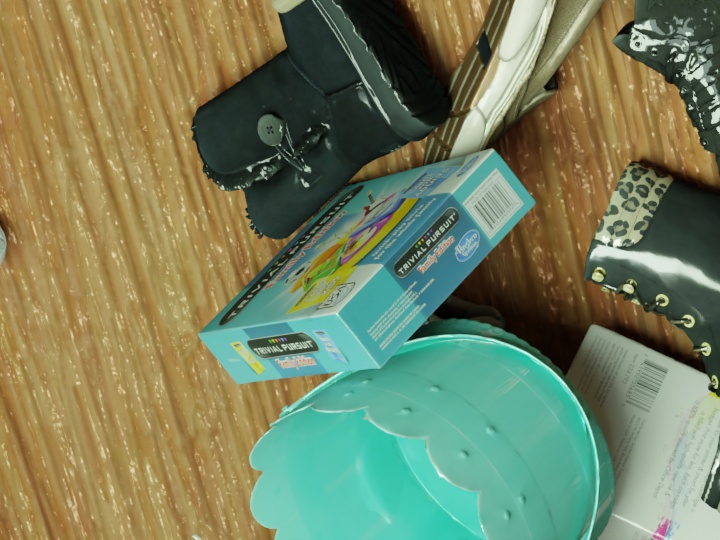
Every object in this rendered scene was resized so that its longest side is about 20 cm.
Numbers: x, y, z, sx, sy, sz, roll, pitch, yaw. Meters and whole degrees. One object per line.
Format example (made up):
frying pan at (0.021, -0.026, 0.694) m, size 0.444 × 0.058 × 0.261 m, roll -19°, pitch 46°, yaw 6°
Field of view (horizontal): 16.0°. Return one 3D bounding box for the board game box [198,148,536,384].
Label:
board game box at (0.000, 0.000, 1.598) m, size 0.047 × 0.151 × 0.200 m, roll 51°, pitch 155°, yaw -14°

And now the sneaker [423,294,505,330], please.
sneaker at (0.070, 0.072, 1.705) m, size 0.086 × 0.075 × 0.201 m, roll -31°, pitch 100°, yaw 20°

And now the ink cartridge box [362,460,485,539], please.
ink cartridge box at (0.040, 0.215, 1.733) m, size 0.200 × 0.075 × 0.165 m, roll 35°, pitch 146°, yaw 2°

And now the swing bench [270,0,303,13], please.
swing bench at (-0.017, -0.292, 1.510) m, size 0.199 × 0.130 × 0.200 m, roll -23°, pitch 75°, yaw 19°

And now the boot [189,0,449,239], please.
boot at (-0.054, -0.136, 1.654) m, size 0.168 × 0.076 × 0.201 m, roll -31°, pitch 89°, yaw 34°

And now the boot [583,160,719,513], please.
boot at (0.209, 0.039, 1.609) m, size 0.153 × 0.073 × 0.205 m, roll 19°, pitch 82°, yaw 14°

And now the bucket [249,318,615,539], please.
bucket at (0.049, 0.137, 1.563) m, size 0.206 × 0.135 × 0.208 m, roll 23°, pitch 132°, yaw 28°

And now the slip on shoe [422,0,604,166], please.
slip on shoe at (0.096, -0.120, 1.619) m, size 0.060 × 0.076 × 0.201 m, roll 15°, pitch 119°, yaw -15°

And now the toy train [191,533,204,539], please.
toy train at (-0.017, 0.238, 1.688) m, size 0.199 × 0.116 × 0.085 m, roll 30°, pitch 75°, yaw 20°

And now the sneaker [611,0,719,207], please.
sneaker at (0.203, -0.133, 1.570) m, size 0.103 × 0.060 × 0.201 m, roll 5°, pitch 99°, yaw 8°

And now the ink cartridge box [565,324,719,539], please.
ink cartridge box at (0.213, 0.132, 1.647) m, size 0.199 × 0.117 × 0.067 m, roll 25°, pitch 159°, yaw 8°

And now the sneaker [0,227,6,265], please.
sneaker at (-0.337, -0.042, 1.803) m, size 0.199 × 0.073 × 0.071 m, roll 32°, pitch 128°, yaw 14°
